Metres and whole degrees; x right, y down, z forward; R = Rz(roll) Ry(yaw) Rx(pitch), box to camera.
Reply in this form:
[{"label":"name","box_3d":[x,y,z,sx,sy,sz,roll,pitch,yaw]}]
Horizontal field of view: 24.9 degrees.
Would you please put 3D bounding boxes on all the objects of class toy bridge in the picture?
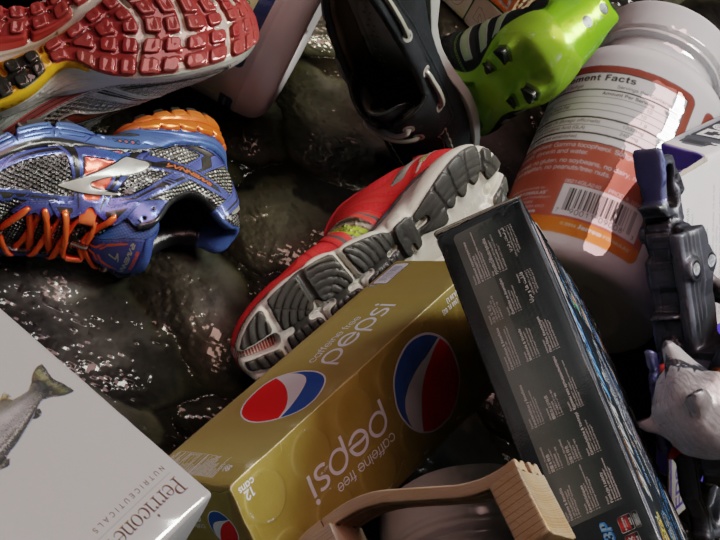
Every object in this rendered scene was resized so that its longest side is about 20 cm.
[{"label":"toy bridge","box_3d":[-0.001,0.139,0.705,0.027,0.200,0.068,18,39,-52]}]

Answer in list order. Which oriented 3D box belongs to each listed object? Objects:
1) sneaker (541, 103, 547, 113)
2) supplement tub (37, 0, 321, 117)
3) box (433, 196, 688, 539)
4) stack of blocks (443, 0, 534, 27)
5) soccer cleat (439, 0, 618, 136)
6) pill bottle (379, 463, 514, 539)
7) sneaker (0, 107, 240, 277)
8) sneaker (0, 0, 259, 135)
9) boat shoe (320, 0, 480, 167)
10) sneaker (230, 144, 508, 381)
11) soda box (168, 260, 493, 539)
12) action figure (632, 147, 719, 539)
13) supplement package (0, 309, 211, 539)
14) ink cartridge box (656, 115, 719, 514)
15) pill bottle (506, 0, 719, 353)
[{"label":"sneaker","box_3d":[0.194,-0.125,1.143,0.198,0.079,0.091,-1,44,-37]},{"label":"supplement tub","box_3d":[-0.113,-0.199,0.972,0.199,0.145,0.146,29,43,-4]},{"label":"box","box_3d":[0.107,0.084,0.758,0.159,0.046,0.202,45,22,-62]},{"label":"stack of blocks","box_3d":[0.072,-0.267,1.202,0.200,0.059,0.115,46,45,14]},{"label":"soccer cleat","box_3d":[0.092,-0.129,1.004,0.081,0.200,0.068,-37,102,-16]},{"label":"pill bottle","box_3d":[0.061,0.197,0.739,0.113,0.114,0.201,13,46,-19]},{"label":"sneaker","box_3d":[-0.142,-0.034,0.863,0.199,0.076,0.079,-16,64,-37]},{"label":"sneaker","box_3d":[-0.153,-0.116,0.887,0.198,0.082,0.079,-13,70,-9]},{"label":"boat shoe","box_3d":[0.019,-0.113,0.956,0.075,0.201,0.061,11,52,31]},{"label":"sneaker","box_3d":[0.000,0.000,0.920,0.200,0.085,0.078,-38,115,-28]},{"label":"soda box","box_3d":[-0.009,0.074,0.809,0.200,0.064,0.068,-40,117,-37]},{"label":"action figure","box_3d":[0.206,0.026,0.804,0.193,0.104,0.202,-26,107,-37]},{"label":"supplement package","box_3d":[-0.185,0.092,0.690,0.200,0.118,0.117,39,43,7]},{"label":"ink cartridge box","box_3d":[0.208,0.015,0.934,0.043,0.200,0.199,11,22,36]},{"label":"pill bottle","box_3d":[0.156,-0.061,0.985,0.111,0.112,0.201,28,64,-4]}]
